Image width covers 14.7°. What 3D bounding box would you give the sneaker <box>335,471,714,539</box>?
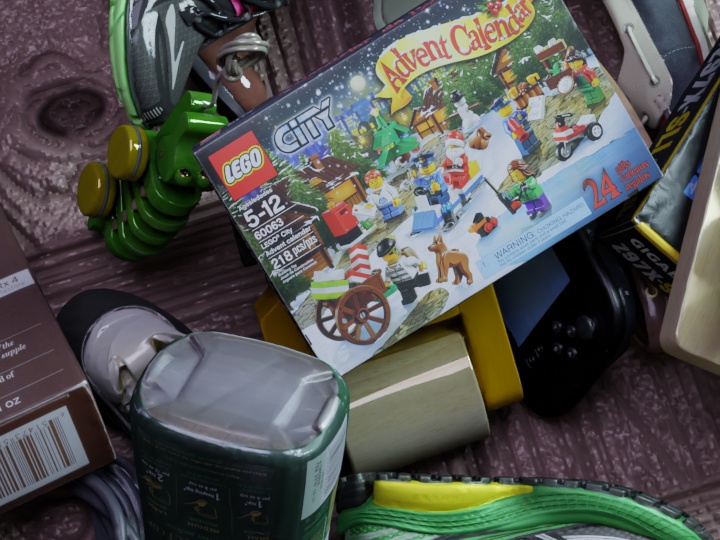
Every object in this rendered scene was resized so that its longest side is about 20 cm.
[{"bbox_3d":[0.086,0.149,1.436,0.198,0.078,0.086,1,86,4],"label":"sneaker"}]

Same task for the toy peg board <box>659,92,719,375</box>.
[{"bbox_3d":[0.279,-0.025,1.414,0.198,0.098,0.201,22,73,-19],"label":"toy peg board"}]

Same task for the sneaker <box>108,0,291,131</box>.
[{"bbox_3d":[-0.077,-0.166,1.529,0.083,0.077,0.201,18,70,21],"label":"sneaker"}]

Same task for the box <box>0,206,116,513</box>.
[{"bbox_3d":[-0.215,0.034,1.497,0.100,0.075,0.200,-25,48,-9],"label":"box"}]

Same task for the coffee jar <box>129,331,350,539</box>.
[{"bbox_3d":[-0.061,0.133,1.384,0.104,0.201,0.085,15,39,13],"label":"coffee jar"}]

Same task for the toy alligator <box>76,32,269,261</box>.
[{"bbox_3d":[-0.100,-0.054,1.496,0.059,0.200,0.055,6,60,-30],"label":"toy alligator"}]

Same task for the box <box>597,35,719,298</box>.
[{"bbox_3d":[0.239,-0.049,1.480,0.159,0.049,0.201,39,68,-11],"label":"box"}]

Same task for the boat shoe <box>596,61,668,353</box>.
[{"bbox_3d":[0.132,-0.045,1.521,0.070,0.071,0.201,-27,63,-12],"label":"boat shoe"}]

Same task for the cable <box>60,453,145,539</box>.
[{"bbox_3d":[-0.205,0.157,1.475,0.199,0.051,0.163,-34,56,-15],"label":"cable"}]

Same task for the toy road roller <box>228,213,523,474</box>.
[{"bbox_3d":[0.000,0.000,1.504,0.122,0.146,0.201,-18,99,-3],"label":"toy road roller"}]

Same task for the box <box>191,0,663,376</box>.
[{"bbox_3d":[0.033,-0.055,1.406,0.199,0.038,0.137,-32,100,-1],"label":"box"}]

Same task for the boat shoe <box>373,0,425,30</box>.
[{"bbox_3d":[0.058,-0.204,1.621,0.071,0.061,0.202,-6,57,36],"label":"boat shoe"}]

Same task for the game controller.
[{"bbox_3d":[0.081,-0.022,1.502,0.042,0.104,0.201,-2,55,-42],"label":"game controller"}]

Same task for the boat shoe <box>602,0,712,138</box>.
[{"bbox_3d":[0.171,-0.109,1.551,0.062,0.071,0.201,-18,67,11],"label":"boat shoe"}]

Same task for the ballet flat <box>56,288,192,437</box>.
[{"bbox_3d":[-0.097,0.069,1.491,0.068,0.069,0.200,-39,65,-13],"label":"ballet flat"}]

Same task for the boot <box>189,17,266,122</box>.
[{"bbox_3d":[-0.030,-0.193,1.611,0.199,0.069,0.189,-28,50,3],"label":"boot"}]
